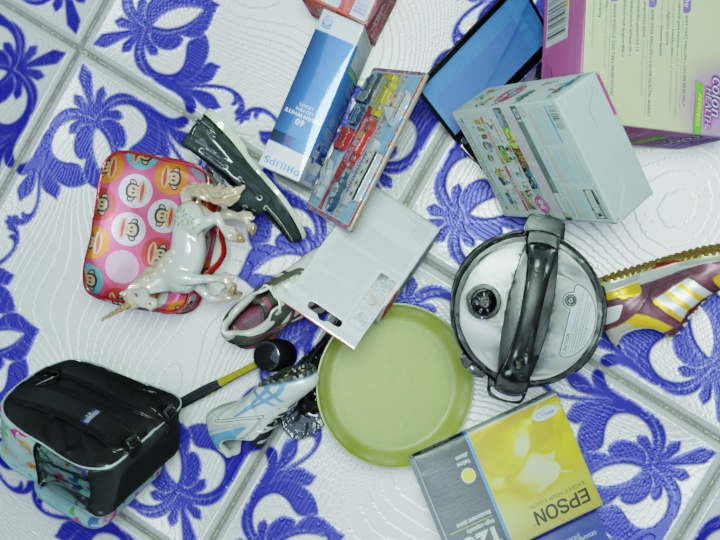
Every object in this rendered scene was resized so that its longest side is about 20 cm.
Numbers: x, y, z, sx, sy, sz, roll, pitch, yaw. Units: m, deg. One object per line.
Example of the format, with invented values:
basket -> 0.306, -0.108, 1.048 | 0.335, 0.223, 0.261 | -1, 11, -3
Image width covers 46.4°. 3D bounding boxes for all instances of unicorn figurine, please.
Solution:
unicorn figurine -> -0.207, -0.012, 1.018 | 0.136, 0.074, 0.202 | 13, 77, 8

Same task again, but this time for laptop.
laptop -> 0.197, -0.203, 1.012 | 0.177, 0.103, 0.200 | -45, 83, 5

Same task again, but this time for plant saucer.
plant saucer -> 0.041, 0.142, 1.042 | 0.197, 0.031, 0.203 | 0, 88, -9

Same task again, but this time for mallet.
mallet -> -0.171, 0.142, 1.095 | 0.199, 0.066, 0.042 | -29, 79, 21

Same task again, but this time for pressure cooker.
pressure cooker -> 0.185, 0.044, 0.958 | 0.177, 0.200, 0.177 | -30, 88, 7

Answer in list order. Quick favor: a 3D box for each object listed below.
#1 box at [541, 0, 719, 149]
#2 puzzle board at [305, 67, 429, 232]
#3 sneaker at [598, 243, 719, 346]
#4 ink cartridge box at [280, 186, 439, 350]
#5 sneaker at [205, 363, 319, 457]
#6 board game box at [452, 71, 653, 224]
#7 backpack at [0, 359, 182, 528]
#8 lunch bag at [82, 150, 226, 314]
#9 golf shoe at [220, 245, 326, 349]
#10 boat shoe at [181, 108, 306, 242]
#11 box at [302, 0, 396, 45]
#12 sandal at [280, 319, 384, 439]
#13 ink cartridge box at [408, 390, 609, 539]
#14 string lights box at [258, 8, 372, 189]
box -> 0.316, -0.242, 0.964 | 0.197, 0.097, 0.179 | 3, 89, -16
puzzle board -> 0.001, -0.154, 1.024 | 0.017, 0.151, 0.202 | 25, 93, -26
sneaker -> 0.381, 0.029, 1.003 | 0.198, 0.075, 0.091 | -15, 95, 14
ink cartridge box -> 0.000, 0.000, 1.016 | 0.108, 0.050, 0.201 | 33, 63, 7
sneaker -> -0.115, 0.173, 1.041 | 0.199, 0.072, 0.073 | -34, 83, 36
board game box -> 0.203, -0.131, 0.920 | 0.064, 0.199, 0.148 | -37, 110, -17
backpack -> -0.340, 0.204, 1.043 | 0.198, 0.178, 0.152 | 24, 121, 14
lunch bag -> -0.255, -0.046, 1.084 | 0.174, 0.082, 0.203 | 12, 90, 8
golf shoe -> -0.088, 0.035, 1.057 | 0.199, 0.088, 0.078 | -36, 83, 4
boat shoe -> -0.148, -0.103, 1.050 | 0.066, 0.074, 0.200 | -41, 111, -11
box -> 0.014, -0.401, 1.046 | 0.099, 0.095, 0.202 | 26, 92, 7
sandal -> -0.045, 0.124, 1.067 | 0.075, 0.048, 0.202 | 33, 93, 7
ink cartridge box -> 0.185, 0.278, 1.012 | 0.196, 0.047, 0.202 | -23, 83, -9
string lights box -> -0.053, -0.208, 1.048 | 0.058, 0.103, 0.202 | 24, 92, 6
